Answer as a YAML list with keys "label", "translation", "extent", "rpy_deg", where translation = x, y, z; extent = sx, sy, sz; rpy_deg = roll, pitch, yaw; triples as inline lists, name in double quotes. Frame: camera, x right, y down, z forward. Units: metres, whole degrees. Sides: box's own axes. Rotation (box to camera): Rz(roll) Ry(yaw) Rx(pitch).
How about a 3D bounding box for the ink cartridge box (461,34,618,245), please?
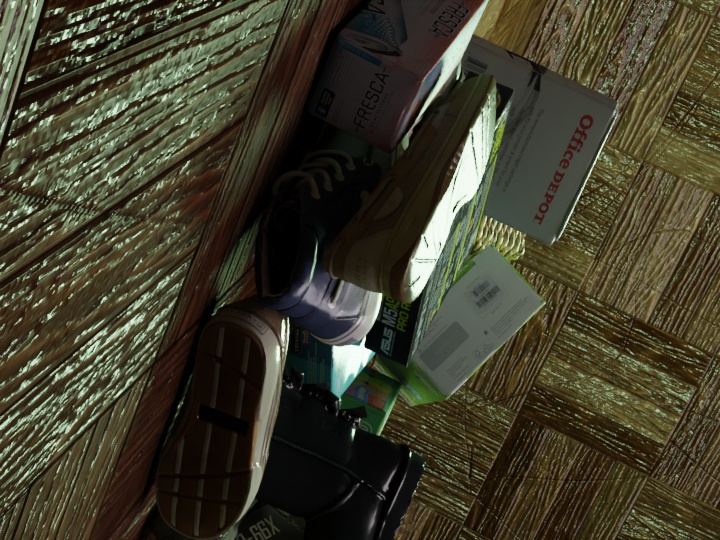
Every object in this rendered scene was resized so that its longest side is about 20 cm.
- label: "ink cartridge box"
  translation: [0.129, -0.135, 1.390]
  extent: [0.145, 0.199, 0.084]
  rpy_deg: [-66, 174, 16]

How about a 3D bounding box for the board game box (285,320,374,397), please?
- label: "board game box"
  translation: [0.000, 0.000, 1.247]
  extent: [0.200, 0.047, 0.152]
  rpy_deg: [-48, 147, -51]

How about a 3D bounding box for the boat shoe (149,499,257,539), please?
- label: "boat shoe"
  translation: [-0.123, 0.187, 1.196]
  extent: [0.067, 0.057, 0.200]
  rpy_deg: [-37, -174, 14]

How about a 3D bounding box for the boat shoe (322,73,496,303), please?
- label: "boat shoe"
  translation: [0.041, -0.065, 0.987]
  extent: [0.073, 0.063, 0.201]
  rpy_deg: [81, 29, -52]

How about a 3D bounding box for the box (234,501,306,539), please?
- label: "box"
  translation: [-0.082, 0.216, 1.307]
  extent: [0.157, 0.050, 0.200]
  rpy_deg: [-32, -176, 10]

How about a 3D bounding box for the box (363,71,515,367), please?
- label: "box"
  translation: [0.063, -0.039, 1.197]
  extent: [0.200, 0.044, 0.161]
  rpy_deg: [99, 17, -53]

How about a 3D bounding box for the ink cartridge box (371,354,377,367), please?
- label: "ink cartridge box"
  translation: [0.025, -0.026, 1.479]
  extent: [0.201, 0.050, 0.163]
  rpy_deg: [-76, -175, -47]

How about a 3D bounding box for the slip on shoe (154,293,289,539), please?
- label: "slip on shoe"
  translation: [-0.094, 0.103, 1.020]
  extent: [0.061, 0.076, 0.201]
  rpy_deg: [-51, 158, -57]

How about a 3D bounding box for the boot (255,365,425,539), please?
- label: "boot"
  translation: [-0.050, 0.185, 1.146]
  extent: [0.073, 0.162, 0.199]
  rpy_deg: [-22, -140, 63]

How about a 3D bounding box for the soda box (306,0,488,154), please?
- label: "soda box"
  translation: [0.031, -0.158, 1.031]
  extent: [0.064, 0.068, 0.200]
  rpy_deg: [-65, 175, 31]

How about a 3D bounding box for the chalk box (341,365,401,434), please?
- label: "chalk box"
  translation: [-0.037, 0.154, 1.499]
  extent: [0.124, 0.123, 0.201]
  rpy_deg: [-47, 162, -74]

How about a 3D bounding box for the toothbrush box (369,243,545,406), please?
- label: "toothbrush box"
  translation: [0.094, 0.062, 1.524]
  extent: [0.146, 0.086, 0.200]
  rpy_deg: [-43, 179, -10]

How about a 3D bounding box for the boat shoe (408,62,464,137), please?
- label: "boat shoe"
  translation: [0.016, -0.112, 1.147]
  extent: [0.201, 0.074, 0.069]
  rpy_deg: [-61, 155, -24]

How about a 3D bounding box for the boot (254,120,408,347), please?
- label: "boot"
  translation: [-0.021, -0.055, 0.999]
  extent: [0.090, 0.072, 0.201]
  rpy_deg: [33, 54, -51]

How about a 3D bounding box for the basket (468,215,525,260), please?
- label: "basket"
  translation: [0.095, -0.120, 1.557]
  extent: [0.149, 0.142, 0.201]
  rpy_deg: [15, 83, -43]
